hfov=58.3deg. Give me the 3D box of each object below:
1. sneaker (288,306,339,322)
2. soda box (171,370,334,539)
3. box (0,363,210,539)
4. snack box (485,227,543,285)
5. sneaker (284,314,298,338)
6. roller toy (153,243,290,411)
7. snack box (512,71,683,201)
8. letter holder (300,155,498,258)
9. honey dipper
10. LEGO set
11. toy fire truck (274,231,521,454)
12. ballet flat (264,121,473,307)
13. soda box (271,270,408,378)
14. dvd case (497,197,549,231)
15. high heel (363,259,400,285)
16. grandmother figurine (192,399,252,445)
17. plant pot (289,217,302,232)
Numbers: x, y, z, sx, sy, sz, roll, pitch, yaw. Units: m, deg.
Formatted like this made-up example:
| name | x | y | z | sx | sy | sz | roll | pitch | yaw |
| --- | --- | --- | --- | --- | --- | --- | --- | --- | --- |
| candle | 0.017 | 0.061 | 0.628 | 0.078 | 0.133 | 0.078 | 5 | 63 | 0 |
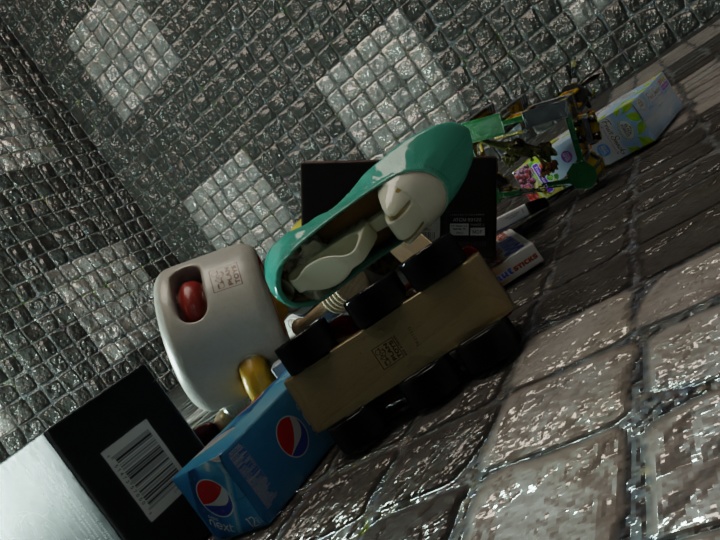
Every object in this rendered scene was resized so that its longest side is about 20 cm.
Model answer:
| name | x | y | z | sx | sy | sz | roll | pitch | yaw |
| --- | --- | --- | --- | --- | --- | --- | --- | --- | --- |
| sneaker | -0.001 | -0.001 | 0.902 | 0.202 | 0.077 | 0.146 | -44 | -40 | 16 |
| soda box | -0.061 | 0.132 | 0.552 | 0.068 | 0.064 | 0.200 | -33 | 4 | 35 |
| box | -0.233 | 0.200 | 0.577 | 0.200 | 0.149 | 0.107 | -32 | 5 | 36 |
| snack box | 0.155 | -0.013 | 0.731 | 0.072 | 0.024 | 0.200 | -33 | 4 | 9 |
| sneaker | -0.100 | 0.116 | 1.021 | 0.099 | 0.078 | 0.200 | -43 | 7 | -39 |
| roller toy | -0.156 | 0.066 | 0.788 | 0.140 | 0.183 | 0.200 | -20 | 8 | -5 |
| snack box | 0.346 | -0.191 | 0.944 | 0.200 | 0.068 | 0.169 | -29 | 6 | 45 |
| letter holder | 0.050 | -0.068 | 0.713 | 0.200 | 0.101 | 0.142 | 0 | 5 | 13 |
| honey dipper | -0.043 | 0.044 | 0.706 | 0.038 | 0.038 | 0.200 | -37 | -3 | -28 |
| LEGO set | 0.237 | -0.174 | 0.860 | 0.200 | 0.154 | 0.116 | -18 | 16 | 42 |
| toy fire truck | 0.030 | 0.034 | 0.550 | 0.176 | 0.129 | 0.200 | -35 | -2 | 11 |
| ballet flat | 0.010 | -0.032 | 0.494 | 0.200 | 0.067 | 0.070 | -35 | 32 | 14 |
| soda box | 0.005 | 0.070 | 0.689 | 0.200 | 0.068 | 0.063 | -35 | 2 | -5 |
| dvd case | 0.157 | -0.046 | 0.893 | 0.200 | 0.018 | 0.143 | -28 | -3 | 26 |
| high heel | 0.006 | -0.010 | 0.793 | 0.200 | 0.071 | 0.143 | 0 | 30 | -10 |
| grandmother figurine | -0.214 | 0.227 | 0.798 | 0.200 | 0.061 | 0.121 | -34 | -4 | -25 |
| plant pot | -0.024 | -0.012 | 1.169 | 0.201 | 0.201 | 0.189 | -36 | 18 | -14 |
